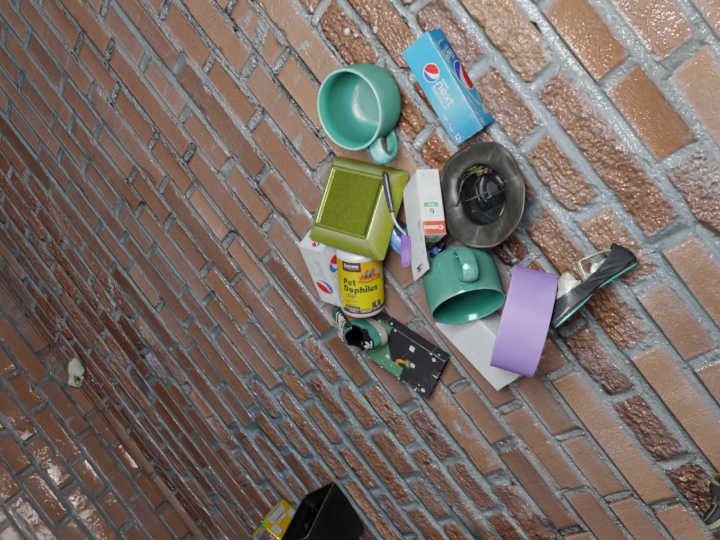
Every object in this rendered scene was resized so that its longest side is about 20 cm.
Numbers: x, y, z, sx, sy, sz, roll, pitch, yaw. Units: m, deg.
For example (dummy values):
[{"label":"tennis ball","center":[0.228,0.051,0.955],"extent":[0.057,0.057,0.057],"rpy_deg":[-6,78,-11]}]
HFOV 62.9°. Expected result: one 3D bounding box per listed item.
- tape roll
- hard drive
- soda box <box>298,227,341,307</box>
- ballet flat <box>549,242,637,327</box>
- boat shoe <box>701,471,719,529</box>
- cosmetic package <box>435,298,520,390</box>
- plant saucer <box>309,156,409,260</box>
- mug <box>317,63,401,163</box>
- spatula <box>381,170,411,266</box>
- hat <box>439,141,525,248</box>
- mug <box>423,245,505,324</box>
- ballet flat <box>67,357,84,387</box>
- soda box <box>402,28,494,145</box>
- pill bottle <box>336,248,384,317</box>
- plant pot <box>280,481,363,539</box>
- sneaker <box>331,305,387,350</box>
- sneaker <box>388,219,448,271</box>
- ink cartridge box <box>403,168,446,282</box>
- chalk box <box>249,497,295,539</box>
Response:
[{"label":"tape roll","center":[0.312,0.096,1.131],"extent":[0.084,0.200,0.202],"rpy_deg":[14,123,13]},{"label":"hard drive","center":[0.111,0.209,1.454],"extent":[0.199,0.038,0.141],"rpy_deg":[31,128,18]},{"label":"soda box","center":[-0.079,-0.005,1.416],"extent":[0.067,0.064,0.201],"rpy_deg":[15,143,30]},{"label":"ballet flat","center":[0.405,0.020,1.065],"extent":[0.199,0.073,0.073],"rpy_deg":[-37,86,-3]},{"label":"boat shoe","center":[0.701,0.412,1.122],"extent":[0.065,0.073,0.202],"rpy_deg":[35,127,29]},{"label":"cosmetic package","center":[0.272,0.149,1.282],"extent":[0.200,0.071,0.102],"rpy_deg":[47,132,6]},{"label":"plant saucer","center":[-0.015,-0.144,1.280],"extent":[0.197,0.048,0.203],"rpy_deg":[17,89,28]},{"label":"mug","center":[0.007,-0.317,1.185],"extent":[0.150,0.114,0.188],"rpy_deg":[11,120,30]},{"label":"spatula","center":[0.074,-0.107,1.221],"extent":[0.056,0.020,0.203],"rpy_deg":[178,74,-74]},{"label":"hat","center":[0.244,-0.141,1.134],"extent":[0.199,0.080,0.204],"rpy_deg":[-2,87,39]},{"label":"mug","center":[0.207,0.014,1.159],"extent":[0.185,0.150,0.116],"rpy_deg":[-48,44,47]},{"label":"ballet flat","center":[-1.218,0.440,2.532],"extent":[0.069,0.069,0.201],"rpy_deg":[42,135,10]},{"label":"soda box","center":[0.165,-0.342,1.101],"extent":[0.067,0.064,0.201],"rpy_deg":[-28,96,41]},{"label":"pill bottle","center":[0.000,0.000,1.374],"extent":[0.108,0.109,0.203],"rpy_deg":[12,120,30]},{"label":"plant pot","center":[-0.110,0.824,1.856],"extent":[0.177,0.201,0.199],"rpy_deg":[42,132,-8]},{"label":"sneaker","center":[-0.023,0.136,1.455],"extent":[0.199,0.079,0.072],"rpy_deg":[28,124,47]},{"label":"sneaker","center":[0.138,-0.053,1.274],"extent":[0.199,0.074,0.082],"rpy_deg":[39,132,1]},{"label":"ink cartridge box","center":[0.131,-0.089,1.180],"extent":[0.109,0.050,0.203],"rpy_deg":[126,140,-72]},{"label":"chalk box","center":[-0.298,0.925,2.078],"extent":[0.123,0.124,0.201],"rpy_deg":[40,129,11]}]
